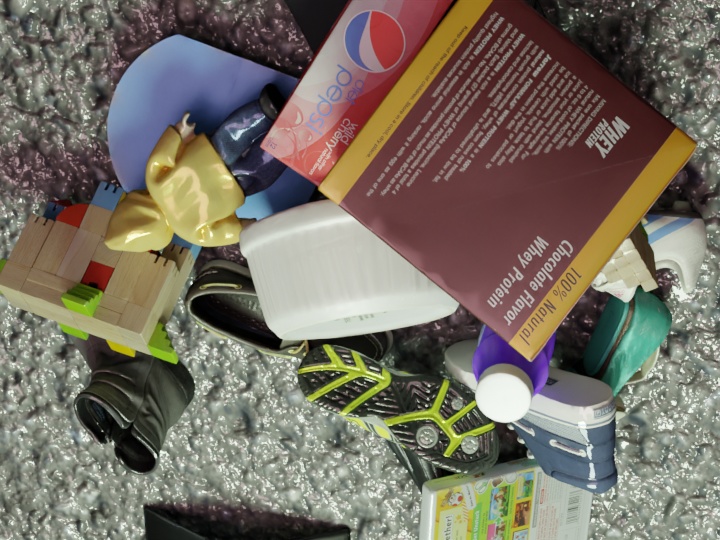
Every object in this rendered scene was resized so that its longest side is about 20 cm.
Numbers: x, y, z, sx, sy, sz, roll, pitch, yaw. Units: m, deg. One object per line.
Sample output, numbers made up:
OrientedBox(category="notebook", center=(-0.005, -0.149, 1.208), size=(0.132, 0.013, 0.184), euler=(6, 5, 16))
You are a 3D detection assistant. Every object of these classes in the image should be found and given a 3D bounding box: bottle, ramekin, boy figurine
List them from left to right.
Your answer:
OrientedBox(category="boy figurine", center=(-0.136, -0.073, 1.326), size=(0.199, 0.065, 0.125), euler=(-36, 105, 12))
OrientedBox(category="ramekin", center=(0.000, 0.000, 1.300), size=(0.200, 0.202, 0.096), euler=(-12, 82, 18))
OrientedBox(category="bottle", center=(0.135, 0.058, 1.304), size=(0.064, 0.201, 0.084), euler=(15, 120, 5))

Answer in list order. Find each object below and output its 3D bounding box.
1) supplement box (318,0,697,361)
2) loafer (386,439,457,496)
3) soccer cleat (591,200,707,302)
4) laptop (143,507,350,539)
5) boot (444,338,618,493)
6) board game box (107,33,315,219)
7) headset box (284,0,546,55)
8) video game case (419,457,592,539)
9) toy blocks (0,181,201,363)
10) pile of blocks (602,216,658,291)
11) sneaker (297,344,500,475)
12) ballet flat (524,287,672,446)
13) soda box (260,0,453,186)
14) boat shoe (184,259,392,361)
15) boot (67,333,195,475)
OrientedBox(category="supplement box", center=(0.107, -0.078, 1.133), size=(0.199, 0.133, 0.198), euler=(38, 95, 0))
OrientedBox(category="loafer", center=(0.090, 0.197, 1.455), size=(0.070, 0.068, 0.202), euler=(-22, 105, 32))
OrientedBox(category="soccer cleat", center=(0.200, -0.017, 1.314), size=(0.197, 0.070, 0.088), euler=(1, 86, 12))
OrientedBox(category="laptop", center=(-0.117, 0.342, 1.608), size=(0.197, 0.116, 0.190), euler=(-9, 117, -14))
OrientedBox(category="boot", center=(0.149, 0.130, 1.361), size=(0.199, 0.072, 0.092), euler=(23, 127, 51))
OrientedBox(category="board game box", center=(-0.128, -0.125, 1.374), size=(0.197, 0.039, 0.160), euler=(19, 113, -2))
OrientedBox(category="headset box", center=(0.049, -0.211, 1.257), size=(0.172, 0.093, 0.202), euler=(-22, 109, 23))
OrientedBox(category="video game case", center=(0.137, 0.272, 1.451), size=(0.180, 0.023, 0.203), euler=(-10, 119, -23))
OrientedBox(category="toy blocks", center=(-0.236, -0.014, 1.401), size=(0.198, 0.138, 0.100), euler=(18, 158, 12))
OrientedBox(category="pile of blocks", center=(0.193, -0.068, 1.265), size=(0.062, 0.202, 0.082), euler=(-22, 150, 22))
OrientedBox(category="sneaker", center=(0.038, 0.122, 1.389), size=(0.198, 0.076, 0.076), euler=(28, 87, 2))
OrientedBox(category="ballet flat", center=(0.224, 0.103, 1.384), size=(0.070, 0.068, 0.201), euler=(18, 122, -18))
OrientedBox(category="soda box", center=(0.001, -0.165, 1.203), size=(0.070, 0.064, 0.201), euler=(33, 119, -4))
OrientedBox(category="boat shoe", center=(-0.069, 0.052, 1.428), size=(0.199, 0.061, 0.073), euler=(18, 118, 5))
OrientedBox(category="boot", center=(-0.245, 0.091, 1.449), size=(0.200, 0.132, 0.070), euler=(43, 118, -9))
